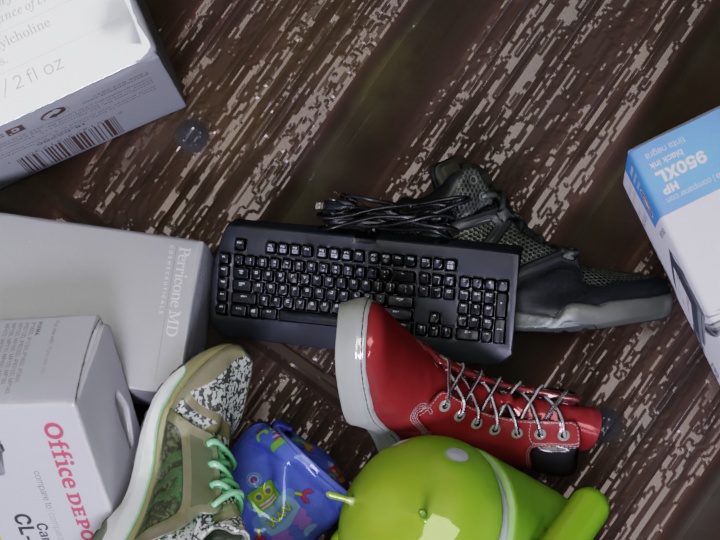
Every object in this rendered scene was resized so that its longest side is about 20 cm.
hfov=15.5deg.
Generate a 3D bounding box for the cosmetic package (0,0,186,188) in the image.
[{"bbox_3d":[-0.231,-0.175,1.685,0.167,0.166,0.201,-25,82,0],"label":"cosmetic package"}]

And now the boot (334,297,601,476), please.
[{"bbox_3d":[0.069,0.073,1.614,0.144,0.200,0.073,-1,64,18],"label":"boot"}]

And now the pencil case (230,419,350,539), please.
[{"bbox_3d":[-0.098,0.179,1.680,0.200,0.078,0.087,-41,99,-3],"label":"pencil case"}]

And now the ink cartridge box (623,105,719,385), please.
[{"bbox_3d":[0.243,0.007,1.649,0.084,0.145,0.201,-25,82,1],"label":"ink cartridge box"}]

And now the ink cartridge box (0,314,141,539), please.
[{"bbox_3d":[-0.245,0.110,1.643,0.199,0.148,0.086,-3,41,13],"label":"ink cartridge box"}]

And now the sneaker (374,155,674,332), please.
[{"bbox_3d":[0.103,-0.015,1.694,0.199,0.076,0.115,4,90,9],"label":"sneaker"}]

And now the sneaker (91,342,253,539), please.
[{"bbox_3d":[-0.095,0.141,1.611,0.088,0.077,0.201,13,71,29],"label":"sneaker"}]

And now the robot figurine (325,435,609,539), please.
[{"bbox_3d":[0.066,0.171,1.613,0.175,0.200,0.116,3,71,41],"label":"robot figurine"}]

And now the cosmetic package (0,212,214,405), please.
[{"bbox_3d":[-0.198,0.024,1.701,0.199,0.090,0.107,5,80,6],"label":"cosmetic package"}]

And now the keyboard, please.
[{"bbox_3d":[0.000,0.000,1.659,0.199,0.040,0.105,5,91,13],"label":"keyboard"}]
